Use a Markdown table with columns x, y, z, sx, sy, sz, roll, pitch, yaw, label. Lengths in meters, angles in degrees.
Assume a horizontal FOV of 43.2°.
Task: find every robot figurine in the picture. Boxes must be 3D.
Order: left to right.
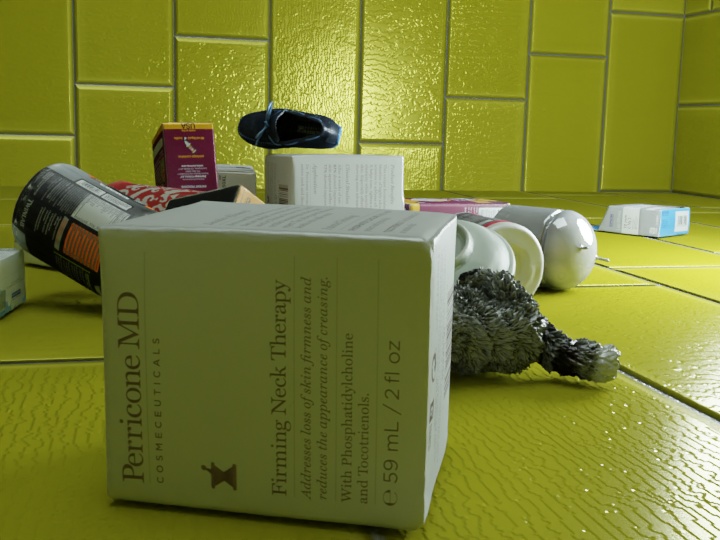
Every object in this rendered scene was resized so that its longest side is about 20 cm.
| x | y | z | sx | sy | sz | roll | pitch | yaw | label |
| --- | --- | --- | --- | --- | --- | --- | --- | --- | --- |
| 0.264 | -0.035 | 1.342 | 0.197 | 0.116 | 0.168 | 10 | 5 | 42 | robot figurine |

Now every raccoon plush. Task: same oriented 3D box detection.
| x | y | z | sx | sy | sz | roll | pitch | yaw | label |
| --- | --- | --- | --- | --- | --- | --- | --- | --- | --- |
| 0.123 | 0.062 | 0.810 | 0.196 | 0.099 | 0.133 | 7 | 18 | 28 | raccoon plush |

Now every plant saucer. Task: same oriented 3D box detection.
| x | y | z | sx | sy | sz | roll | pitch | yaw | label |
| --- | --- | --- | --- | --- | --- | --- | --- | --- | --- |
| 0.081 | -0.010 | 1.065 | 0.196 | 0.051 | 0.202 | -13 | 35 | 9 | plant saucer |

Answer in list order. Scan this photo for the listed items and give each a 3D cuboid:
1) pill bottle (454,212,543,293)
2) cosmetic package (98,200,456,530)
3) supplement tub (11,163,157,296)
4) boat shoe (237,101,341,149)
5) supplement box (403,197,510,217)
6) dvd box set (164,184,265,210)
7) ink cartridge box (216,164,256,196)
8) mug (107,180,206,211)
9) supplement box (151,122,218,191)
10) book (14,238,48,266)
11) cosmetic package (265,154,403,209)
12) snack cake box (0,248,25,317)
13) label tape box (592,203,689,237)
| x | y | z | sx | sy | sz | roll | pitch | yaw | label |
| --- | --- | --- | --- | --- | --- | --- | --- | --- | --- |
| 0.156 | -0.019 | 1.232 | 0.108 | 0.114 | 0.200 | -1 | 10 | -18 | pill bottle |
| -0.043 | 0.048 | 0.590 | 0.195 | 0.172 | 0.166 | 2 | 9 | 11 | cosmetic package |
| -0.316 | -0.039 | 1.116 | 0.197 | 0.125 | 0.122 | 28 | 17 | 17 | supplement tub |
| -0.127 | -0.247 | 1.523 | 0.196 | 0.086 | 0.068 | 1 | -6 | 26 | boat shoe |
| 0.146 | -0.072 | 1.587 | 0.196 | 0.106 | 0.130 | -2 | 8 | -23 | supplement box |
| -0.123 | -0.030 | 1.098 | 0.144 | 0.030 | 0.199 | -5 | -33 | 44 | dvd box set |
| -0.232 | -0.113 | 1.642 | 0.082 | 0.148 | 0.200 | 1 | 9 | -9 | ink cartridge box |
| -0.276 | -0.036 | 1.279 | 0.196 | 0.181 | 0.133 | 4 | -23 | 31 | mug |
| -0.276 | -0.122 | 1.447 | 0.084 | 0.205 | 0.110 | -4 | -5 | -21 | supplement box |
| -0.423 | -0.027 | 1.420 | 0.196 | 0.049 | 0.133 | 5 | 5 | 31 | book |
| -0.046 | -0.108 | 1.520 | 0.195 | 0.172 | 0.166 | -1 | 7 | -21 | cosmetic package |
| -0.505 | 0.013 | 1.058 | 0.195 | 0.069 | 0.115 | 1 | 10 | -5 | snack cake box |
| 0.643 | -0.122 | 2.116 | 0.141 | 0.068 | 0.198 | -7 | 14 | -43 | label tape box |
